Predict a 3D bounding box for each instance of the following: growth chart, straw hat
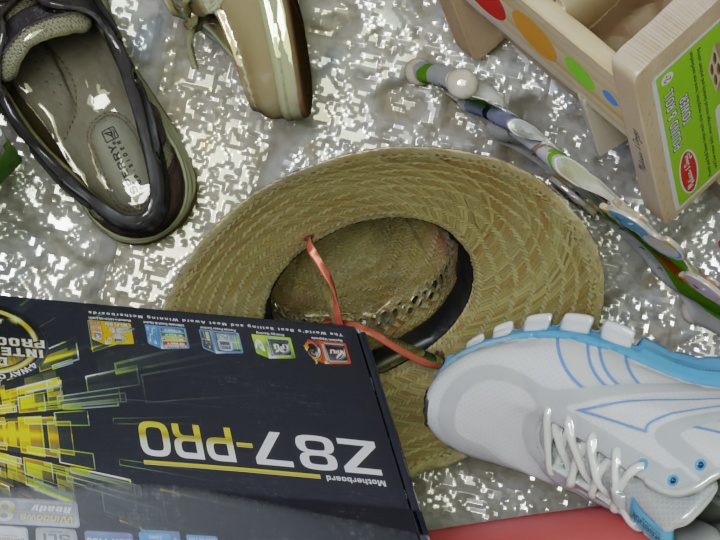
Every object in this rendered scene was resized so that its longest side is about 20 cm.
[{"bbox_3d":[0.102,-0.028,0.887,0.200,0.145,0.018,41,92,-5],"label":"growth chart"},{"bbox_3d":[0.000,0.000,0.895,0.201,0.085,0.201,-5,130,-6],"label":"straw hat"}]

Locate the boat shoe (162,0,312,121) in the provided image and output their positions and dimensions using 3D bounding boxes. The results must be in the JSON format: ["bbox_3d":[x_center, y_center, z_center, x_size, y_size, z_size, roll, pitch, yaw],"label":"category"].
[{"bbox_3d":[-0.073,-0.154,0.912,0.063,0.073,0.200,-20,79,1],"label":"boat shoe"}]

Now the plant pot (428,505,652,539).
[{"bbox_3d":[0.081,0.188,0.860,0.177,0.200,0.201,-18,90,-15],"label":"plant pot"}]

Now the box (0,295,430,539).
[{"bbox_3d":[-0.082,0.077,0.778,0.200,0.161,0.049,7,125,-17],"label":"box"}]

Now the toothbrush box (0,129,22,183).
[{"bbox_3d":[-0.241,-0.008,0.848,0.086,0.146,0.200,45,84,-3],"label":"toothbrush box"}]

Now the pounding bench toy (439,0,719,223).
[{"bbox_3d":[0.122,-0.117,0.907,0.124,0.200,0.156,-42,61,-8],"label":"pounding bench toy"}]

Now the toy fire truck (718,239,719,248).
[{"bbox_3d":[0.223,-0.033,0.864,0.200,0.141,0.049,-38,92,-20],"label":"toy fire truck"}]

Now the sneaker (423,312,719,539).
[{"bbox_3d":[0.115,0.074,0.830,0.200,0.087,0.075,6,128,21],"label":"sneaker"}]

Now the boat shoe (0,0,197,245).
[{"bbox_3d":[-0.138,-0.102,0.901,0.073,0.065,0.200,-37,91,-4],"label":"boat shoe"}]
